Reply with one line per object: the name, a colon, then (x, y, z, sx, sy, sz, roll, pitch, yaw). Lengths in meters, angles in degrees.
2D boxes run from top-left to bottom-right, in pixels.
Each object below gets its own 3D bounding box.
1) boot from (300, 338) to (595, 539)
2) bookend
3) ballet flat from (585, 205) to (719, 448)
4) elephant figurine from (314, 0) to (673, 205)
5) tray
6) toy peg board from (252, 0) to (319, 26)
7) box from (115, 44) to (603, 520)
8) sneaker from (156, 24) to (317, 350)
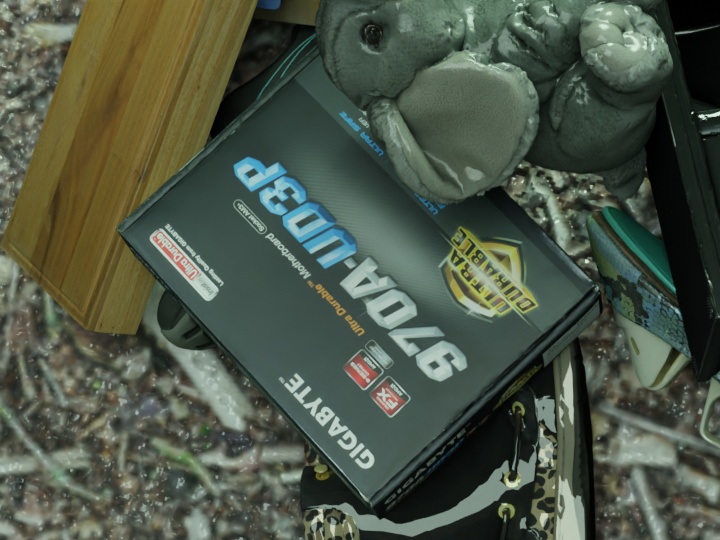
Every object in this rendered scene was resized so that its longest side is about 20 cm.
boot: (0.045, 0.094, 1.424, 0.150, 0.073, 0.201, -4, 87, 9)
bookend: (0.244, -0.067, 1.361, 0.198, 0.092, 0.201, -9, 68, -2)
ballet flat: (0.182, 0.049, 1.408, 0.200, 0.074, 0.074, 39, 90, 18)
elephant figurine: (0.040, -0.106, 1.311, 0.199, 0.142, 0.156, -9, 84, -7)
tray: (-0.125, -0.078, 1.446, 0.099, 0.037, 0.201, 39, 115, 44)
toy peg board: (0.018, -0.205, 1.398, 0.198, 0.098, 0.201, 7, 114, 0)
box: (0.000, 0.000, 1.385, 0.159, 0.046, 0.200, -42, 73, -5)
sneaker: (-0.051, -0.047, 1.474, 0.079, 0.075, 0.200, 33, 81, 26)
